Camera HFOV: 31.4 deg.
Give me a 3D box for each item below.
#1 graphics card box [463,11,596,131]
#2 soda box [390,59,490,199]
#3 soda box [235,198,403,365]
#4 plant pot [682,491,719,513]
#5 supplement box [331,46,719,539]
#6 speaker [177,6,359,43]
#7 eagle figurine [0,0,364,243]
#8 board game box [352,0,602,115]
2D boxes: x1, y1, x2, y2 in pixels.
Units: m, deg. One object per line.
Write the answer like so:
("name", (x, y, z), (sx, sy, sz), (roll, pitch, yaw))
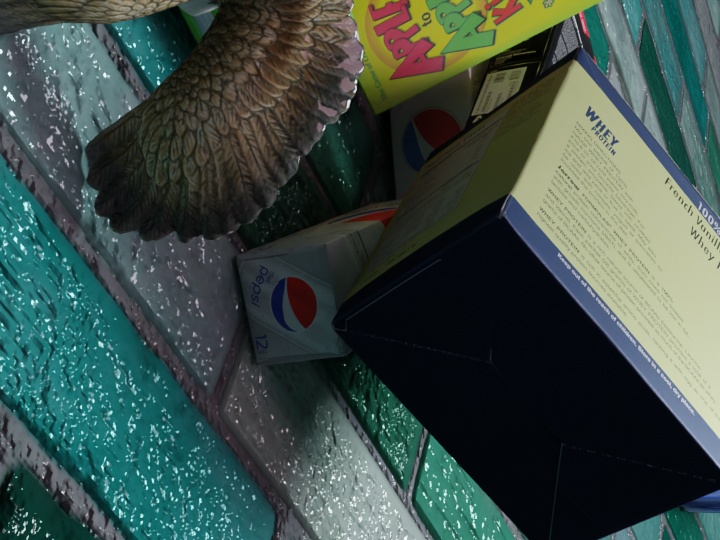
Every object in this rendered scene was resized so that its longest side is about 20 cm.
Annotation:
("graphics card box", (0.133, -0.109, 0.938), (0.201, 0.050, 0.126), (-69, 145, -46))
("soda box", (0.068, -0.058, 0.944), (0.063, 0.067, 0.203), (4, 81, -63))
("soda box", (0.000, 0.000, 0.815), (0.200, 0.063, 0.069), (-24, 106, -63))
("plant pot", (0.482, 0.207, 1.612), (0.180, 0.197, 0.202), (47, 43, -60))
("supplement box", (0.121, 0.016, 0.761), (0.200, 0.134, 0.200), (47, 38, -14))
("speaker", (-0.068, -0.181, 0.696), (0.201, 0.087, 0.089), (64, 33, -35))
("eagle figurine", (-0.064, -0.125, 0.593), (0.200, 0.151, 0.151), (-51, 176, -25))
("board game box", (0.074, -0.197, 0.858), (0.102, 0.198, 0.048), (59, 7, -38))
